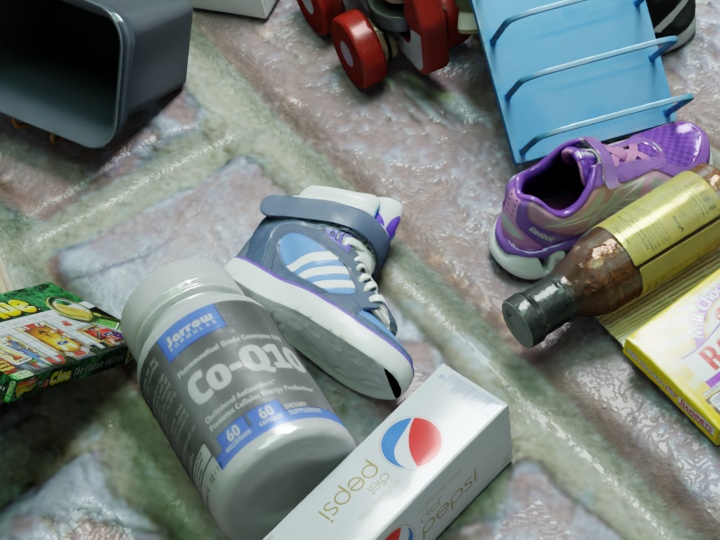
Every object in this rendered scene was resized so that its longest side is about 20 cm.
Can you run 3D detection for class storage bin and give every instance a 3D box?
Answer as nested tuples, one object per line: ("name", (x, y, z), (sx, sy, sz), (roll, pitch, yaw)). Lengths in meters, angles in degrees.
("storage bin", (-0.247, -0.195, 1.647), (0.199, 0.147, 0.134), (22, 29, 26))

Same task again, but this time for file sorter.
("file sorter", (0.167, -0.202, 1.484), (0.138, 0.123, 0.202), (-15, 88, -3))

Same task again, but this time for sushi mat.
("sushi mat", (0.265, -0.004, 1.462), (0.199, 0.012, 0.096), (-30, 50, -16))

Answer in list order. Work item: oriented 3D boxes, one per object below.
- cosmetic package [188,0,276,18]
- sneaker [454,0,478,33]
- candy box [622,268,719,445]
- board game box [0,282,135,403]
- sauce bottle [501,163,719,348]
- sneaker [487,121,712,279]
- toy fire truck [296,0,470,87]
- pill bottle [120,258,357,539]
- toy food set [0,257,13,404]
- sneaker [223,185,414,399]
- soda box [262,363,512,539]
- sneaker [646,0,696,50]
("cosmetic package", (-0.136, -0.368, 1.745), (0.166, 0.167, 0.201), (11, 51, 18))
("sneaker", (0.123, -0.278, 1.630), (0.067, 0.091, 0.200), (-2, 26, 22))
("candy box", (0.301, 0.035, 1.405), (0.199, 0.027, 0.102), (-35, 60, -20))
("board game box", (-0.245, 0.050, 1.402), (0.104, 0.024, 0.200), (24, 15, 17))
("sauce bottle", (0.196, -0.010, 1.427), (0.199, 0.066, 0.066), (-29, 51, -17))
("sneaker", (0.191, -0.071, 1.482), (0.199, 0.089, 0.081), (-26, 51, -14))
("toy fire truck", (0.013, -0.268, 1.631), (0.111, 0.169, 0.200), (-25, 50, -13))
("pill bottle", (-0.094, 0.090, 1.373), (0.113, 0.114, 0.200), (-26, 50, -13))
("toy food set", (-0.340, 0.042, 1.491), (0.142, 0.061, 0.201), (-21, 49, -10))
("sneaker", (0.000, 0.000, 1.457), (0.199, 0.081, 0.146), (29, 63, 36))
("soda box", (0.020, 0.161, 1.322), (0.063, 0.068, 0.200), (32, 60, 31))
("sneaker", (0.198, -0.212, 1.588), (0.199, 0.112, 0.073), (-34, 50, -21))
